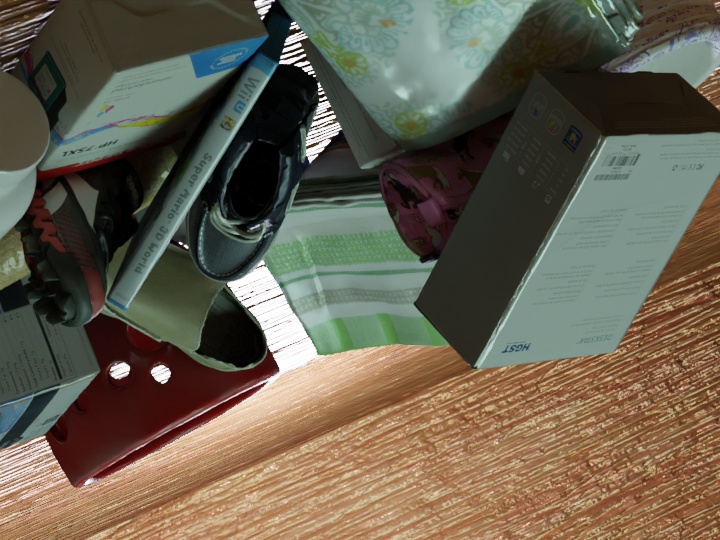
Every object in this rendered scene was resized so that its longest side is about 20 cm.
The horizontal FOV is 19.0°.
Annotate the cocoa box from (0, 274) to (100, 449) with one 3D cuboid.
[{"bbox_3d":[-0.302,0.064,1.638,0.131,0.134,0.200,-19,171,-26],"label":"cocoa box"}]

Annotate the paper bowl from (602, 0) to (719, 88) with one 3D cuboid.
[{"bbox_3d":[0.201,-0.181,1.791,0.200,0.105,0.201,-29,165,-8],"label":"paper bowl"}]

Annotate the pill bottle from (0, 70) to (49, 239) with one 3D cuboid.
[{"bbox_3d":[-0.271,-0.048,1.352,0.104,0.105,0.200,-16,165,-42],"label":"pill bottle"}]

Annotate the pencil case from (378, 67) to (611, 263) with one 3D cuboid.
[{"bbox_3d":[0.112,-0.079,1.546,0.199,0.087,0.083,-26,156,-23],"label":"pencil case"}]

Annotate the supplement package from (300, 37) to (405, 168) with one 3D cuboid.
[{"bbox_3d":[0.078,-0.169,1.573,0.200,0.110,0.114,-31,169,25],"label":"supplement package"}]

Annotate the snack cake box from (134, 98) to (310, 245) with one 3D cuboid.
[{"bbox_3d":[-0.110,-0.076,1.693,0.115,0.067,0.200,-28,169,6],"label":"snack cake box"}]

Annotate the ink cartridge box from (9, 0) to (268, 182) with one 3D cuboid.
[{"bbox_3d":[-0.156,-0.121,1.372,0.116,0.068,0.200,-19,167,-34],"label":"ink cartridge box"}]

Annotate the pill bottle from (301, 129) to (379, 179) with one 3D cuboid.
[{"bbox_3d":[0.035,-0.088,1.740,0.111,0.111,0.200,-34,-170,38],"label":"pill bottle"}]

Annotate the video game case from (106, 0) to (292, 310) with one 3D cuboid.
[{"bbox_3d":[-0.105,-0.081,1.436,0.200,0.018,0.143,-57,-171,20],"label":"video game case"}]

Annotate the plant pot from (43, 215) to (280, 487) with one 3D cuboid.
[{"bbox_3d":[-0.191,0.057,1.792,0.200,0.183,0.200,-27,177,-2],"label":"plant pot"}]

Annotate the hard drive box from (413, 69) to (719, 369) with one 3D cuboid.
[{"bbox_3d":[0.150,-0.035,1.485,0.155,0.077,0.201,-4,130,-44],"label":"hard drive box"}]

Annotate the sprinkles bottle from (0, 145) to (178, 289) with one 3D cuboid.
[{"bbox_3d":[-0.225,-0.040,1.530,0.199,0.068,0.068,-31,171,-17],"label":"sprinkles bottle"}]

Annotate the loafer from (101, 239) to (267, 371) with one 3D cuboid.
[{"bbox_3d":[-0.141,0.019,1.635,0.200,0.076,0.068,31,167,-40],"label":"loafer"}]

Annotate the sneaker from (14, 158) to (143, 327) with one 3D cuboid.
[{"bbox_3d":[-0.186,-0.035,1.418,0.097,0.201,0.071,-10,124,-13],"label":"sneaker"}]

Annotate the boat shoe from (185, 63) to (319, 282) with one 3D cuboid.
[{"bbox_3d":[-0.087,-0.048,1.529,0.093,0.074,0.201,-74,-177,-50],"label":"boat shoe"}]

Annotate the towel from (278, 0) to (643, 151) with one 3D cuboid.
[{"bbox_3d":[0.068,-0.178,1.435,0.199,0.048,0.171,-25,129,19],"label":"towel"}]

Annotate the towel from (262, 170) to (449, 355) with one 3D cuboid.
[{"bbox_3d":[0.000,0.000,1.654,0.148,0.031,0.200,-4,140,19],"label":"towel"}]
